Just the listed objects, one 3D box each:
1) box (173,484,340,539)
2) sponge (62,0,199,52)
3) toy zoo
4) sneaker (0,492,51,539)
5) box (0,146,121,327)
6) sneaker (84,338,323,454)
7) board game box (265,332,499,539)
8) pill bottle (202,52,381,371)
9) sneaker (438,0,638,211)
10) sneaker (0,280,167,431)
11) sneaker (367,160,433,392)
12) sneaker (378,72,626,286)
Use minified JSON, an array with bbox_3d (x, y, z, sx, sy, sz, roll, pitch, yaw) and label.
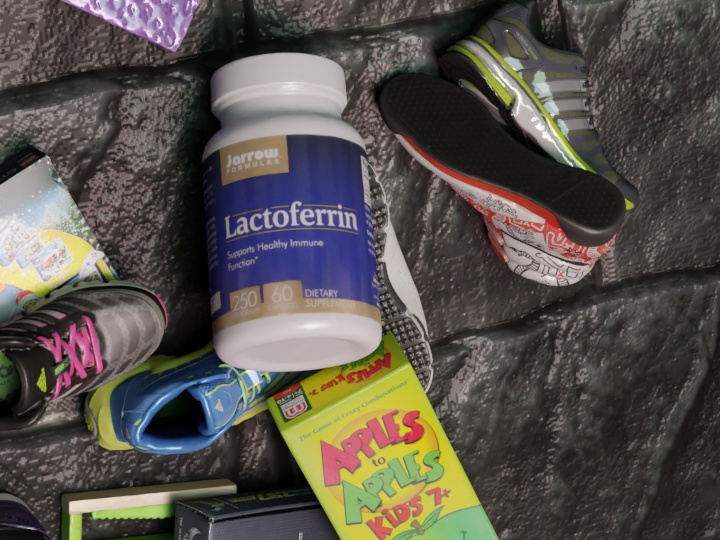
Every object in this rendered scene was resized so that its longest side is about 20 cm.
[{"bbox_3d":[-0.067,0.261,1.567,0.157,0.051,0.201,-2,101,-39],"label":"box"},{"bbox_3d":[-0.189,-0.235,1.430,0.199,0.030,0.112,22,91,-28],"label":"sponge"},{"bbox_3d":[-0.155,0.255,1.558,0.131,0.020,0.201,-2,102,-26],"label":"toy zoo"},{"bbox_3d":[-0.304,0.206,1.439,0.199,0.088,0.076,-20,109,-20],"label":"sneaker"},{"bbox_3d":[-0.266,0.028,1.446,0.200,0.038,0.137,-35,114,-15],"label":"box"},{"bbox_3d":[-0.090,0.085,1.505,0.199,0.105,0.076,-24,111,-19],"label":"sneaker"},{"bbox_3d":[0.022,0.152,1.524,0.101,0.048,0.200,-28,122,-2],"label":"board game box"},{"bbox_3d":[-0.049,-0.039,1.459,0.115,0.116,0.201,2,73,-26],"label":"pill bottle"},{"bbox_3d":[0.150,-0.119,1.595,0.200,0.074,0.081,45,78,-28],"label":"sneaker"},{"bbox_3d":[-0.213,0.063,1.408,0.199,0.087,0.074,-16,109,-22],"label":"sneaker"},{"bbox_3d":[0.000,0.000,1.558,0.073,0.080,0.201,-15,94,7],"label":"sneaker"},{"bbox_3d":[0.093,-0.060,1.581,0.201,0.108,0.067,30,62,5],"label":"sneaker"}]
